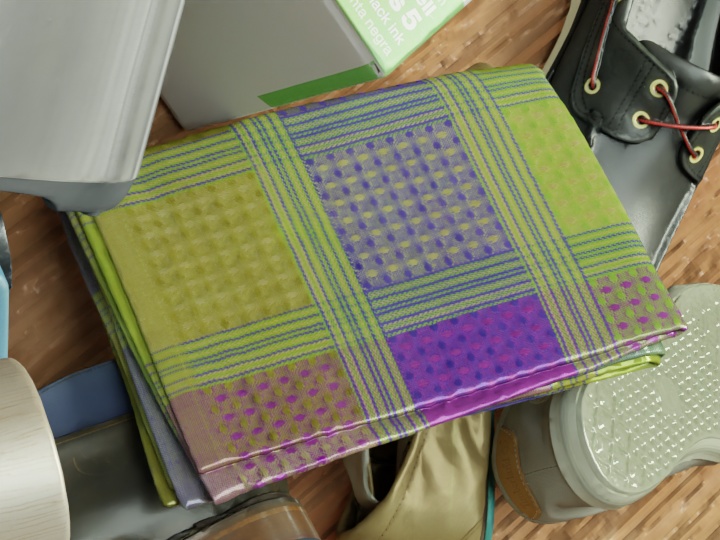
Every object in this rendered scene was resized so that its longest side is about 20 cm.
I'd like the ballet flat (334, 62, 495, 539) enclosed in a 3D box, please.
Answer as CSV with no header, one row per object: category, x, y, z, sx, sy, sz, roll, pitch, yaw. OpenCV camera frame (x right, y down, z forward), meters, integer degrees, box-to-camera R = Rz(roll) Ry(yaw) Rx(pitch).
ballet flat,0.023,0.015,1.118,0.063,0.069,0.200,7,79,-21

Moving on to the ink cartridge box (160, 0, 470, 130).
ink cartridge box,0.013,-0.149,1.087,0.200,0.145,0.084,-43,107,-28

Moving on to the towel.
towel,0.000,0.000,1.060,0.200,0.023,0.144,-17,62,-17

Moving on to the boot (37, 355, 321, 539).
boot,-0.121,0.097,1.035,0.200,0.075,0.097,-18,67,-21

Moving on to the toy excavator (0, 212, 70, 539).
toy excavator,-0.136,0.050,0.904,0.100,0.195,0.200,-15,52,-20

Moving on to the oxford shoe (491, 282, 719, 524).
oxford shoe,0.110,0.052,1.154,0.200,0.058,0.075,-21,88,-57

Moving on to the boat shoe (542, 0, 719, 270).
boat shoe,0.115,-0.072,1.188,0.074,0.063,0.202,25,73,-28

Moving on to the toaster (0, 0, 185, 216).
toaster,-0.128,-0.096,0.914,0.200,0.114,0.129,6,111,-44
